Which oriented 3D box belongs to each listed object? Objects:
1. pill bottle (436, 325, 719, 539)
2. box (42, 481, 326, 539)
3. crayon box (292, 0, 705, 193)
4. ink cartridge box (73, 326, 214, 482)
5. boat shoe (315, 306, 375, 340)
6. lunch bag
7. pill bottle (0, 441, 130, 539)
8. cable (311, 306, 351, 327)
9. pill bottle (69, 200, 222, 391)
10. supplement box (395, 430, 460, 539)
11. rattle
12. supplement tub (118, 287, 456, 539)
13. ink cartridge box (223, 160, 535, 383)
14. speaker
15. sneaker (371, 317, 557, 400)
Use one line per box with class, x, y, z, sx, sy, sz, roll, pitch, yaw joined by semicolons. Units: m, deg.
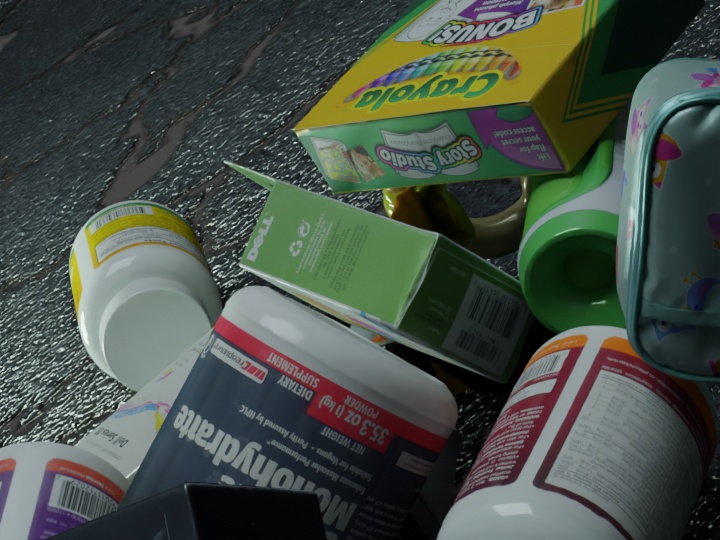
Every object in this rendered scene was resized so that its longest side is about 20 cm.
pill bottle;0.100;0.127;1.131;0.109;0.110;0.200;-19;26;38
box;-0.099;0.223;1.088;0.181;0.201;0.104;-24;-20;31
crayon box;0.083;-0.124;1.400;0.199;0.059;0.173;-4;35;46
ink cartridge box;-0.134;0.131;1.558;0.200;0.068;0.117;-41;21;-16
boat shoe;-0.007;0.020;1.595;0.070;0.072;0.201;-31;21;10
lunch bag;0.227;-0.019;1.127;0.198;0.162;0.077;3;20;-1
pill bottle;-0.199;0.211;1.358;0.111;0.111;0.201;-23;38;29
cable;-0.032;0.036;1.473;0.050;0.097;0.201;4;48;26
pill bottle;-0.166;0.023;1.784;0.112;0.113;0.200;-35;20;1
supplement box;-0.041;0.149;1.381;0.199;0.061;0.109;-29;21;20
rattle;0.115;-0.054;1.484;0.198;0.131;0.143;2;10;-2
supplement tub;-0.050;0.124;1.234;0.201;0.140;0.140;-62;22;0
ink cartridge box;0.000;0.000;1.359;0.199;0.104;0.060;21;84;46
speaker;0.139;-0.042;1.351;0.088;0.089;0.200;-27;23;22
sneaker;0.079;0.032;1.430;0.199;0.070;0.090;-16;30;51
